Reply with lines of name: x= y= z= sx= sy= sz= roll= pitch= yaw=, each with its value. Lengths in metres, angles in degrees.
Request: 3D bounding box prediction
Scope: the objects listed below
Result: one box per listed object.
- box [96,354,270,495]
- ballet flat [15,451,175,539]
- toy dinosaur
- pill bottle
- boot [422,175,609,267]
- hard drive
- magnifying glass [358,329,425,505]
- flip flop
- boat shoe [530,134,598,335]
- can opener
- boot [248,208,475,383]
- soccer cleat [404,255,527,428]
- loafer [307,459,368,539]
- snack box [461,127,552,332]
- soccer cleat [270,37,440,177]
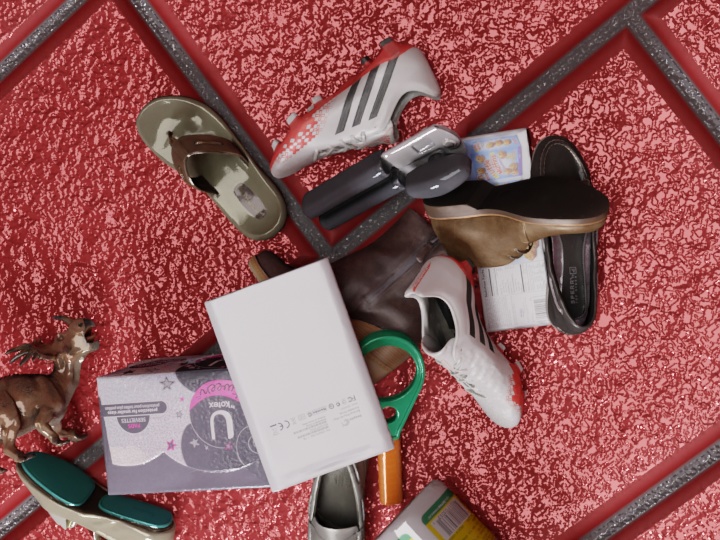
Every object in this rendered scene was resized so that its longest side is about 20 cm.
box: x=-0.165 y=0.160 z=1.510 sx=0.198 sy=0.115 sz=0.133 roll=-5 pitch=94 yaw=15
ballet flat: x=-0.301 y=0.271 z=1.585 sx=0.199 sy=0.069 sz=0.070 roll=24 pitch=100 yaw=11
toy dinosaur: x=-0.374 y=0.140 z=1.552 sx=0.199 sy=0.086 sz=0.136 roll=-22 pitch=85 yaw=-27
pill bottle: x=0.109 y=0.322 z=1.454 sx=0.200 sy=0.113 sz=0.113 roll=45 pitch=104 yaw=7
boot: x=0.158 y=-0.045 z=1.390 sx=0.199 sy=0.074 sz=0.076 roll=2 pitch=121 yaw=38
hard drive: x=-0.060 y=0.104 z=1.417 sx=0.131 sy=0.026 sz=0.202 roll=-20 pitch=92 yaw=2
magnifying glass: x=0.029 y=0.154 z=1.473 sx=0.079 sy=0.022 sz=0.202 roll=-5 pitch=113 yaw=-6
flip flop: x=-0.160 y=-0.111 z=1.514 sx=0.081 sy=0.058 sz=0.200 roll=-45 pitch=83 yaw=14
boat shoe: x=0.210 y=-0.036 z=1.414 sx=0.066 sy=0.057 sz=0.202 roll=-6 pitch=92 yaw=-9
can opener: x=0.023 y=-0.089 z=1.438 sx=0.199 sy=0.053 sz=0.067 roll=-23 pitch=46 yaw=36
boot: x=0.000 y=0.000 z=1.490 sx=0.200 sy=0.072 sz=0.167 roll=39 pitch=91 yaw=10
soccer cleat: x=0.103 y=0.081 z=1.427 sx=0.068 sy=0.085 sz=0.201 roll=-4 pitch=116 yaw=44
loafer: x=-0.028 y=0.271 z=1.507 sx=0.069 sy=0.070 sz=0.202 roll=3 pitch=96 yaw=14
snack box: x=0.151 y=-0.041 z=1.456 sx=0.071 sy=0.024 sz=0.202 roll=-8 pitch=93 yaw=15
soccer cleat: x=-0.007 y=-0.151 z=1.460 sx=0.200 sy=0.069 sz=0.085 roll=-40 pitch=80 yaw=10
